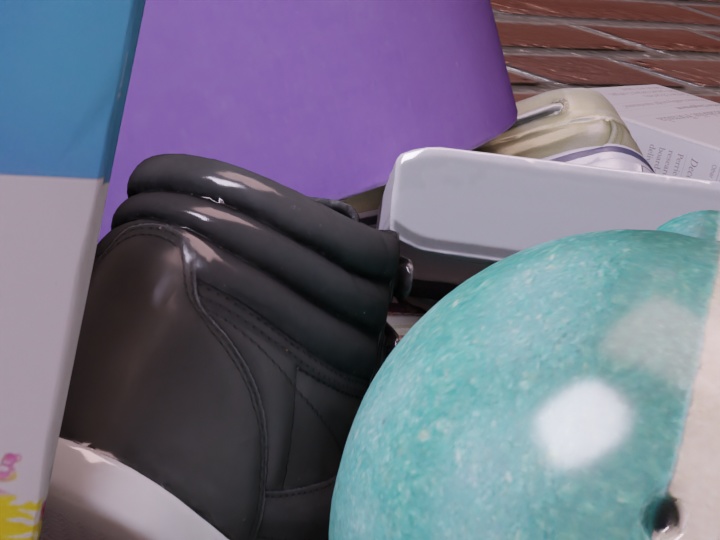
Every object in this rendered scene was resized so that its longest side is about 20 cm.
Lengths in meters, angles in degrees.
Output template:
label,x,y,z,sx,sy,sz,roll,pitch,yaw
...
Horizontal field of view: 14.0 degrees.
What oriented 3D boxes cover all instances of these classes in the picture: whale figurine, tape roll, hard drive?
label,x,y,z,sx,sy,sz,roll,pitch,yaw
whale figurine,0.047,0.060,0.654,0.103,0.160,0.200,14,-7,3
tape roll,-0.058,-0.062,0.889,0.199,0.085,0.200,-15,8,2
hard drive,0.071,-0.006,0.792,0.131,0.026,0.200,7,-2,-1

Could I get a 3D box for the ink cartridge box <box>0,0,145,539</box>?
label,x,y,z,sx,sy,sz,roll,pitch,yaw
ink cartridge box,-0.153,0.012,0.580,0.145,0.201,0.147,2,16,-35

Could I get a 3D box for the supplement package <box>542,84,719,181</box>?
label,x,y,z,sx,sy,sz,roll,pitch,yaw
supplement package,0.167,0.008,1.137,0.199,0.110,0.114,20,14,26

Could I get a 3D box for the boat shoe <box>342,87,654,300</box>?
label,x,y,z,sx,sy,sz,roll,pitch,yaw
boat shoe,0.000,0.000,0.937,0.199,0.072,0.062,-17,43,2

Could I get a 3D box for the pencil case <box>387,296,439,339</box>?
label,x,y,z,sx,sy,sz,roll,pitch,yaw
pencil case,0.036,0.044,0.889,0.199,0.090,0.078,8,27,-21

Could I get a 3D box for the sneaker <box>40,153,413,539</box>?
label,x,y,z,sx,sy,sz,roll,pitch,yaw
sneaker,-0.010,0.043,0.683,0.070,0.100,0.200,15,-18,30
